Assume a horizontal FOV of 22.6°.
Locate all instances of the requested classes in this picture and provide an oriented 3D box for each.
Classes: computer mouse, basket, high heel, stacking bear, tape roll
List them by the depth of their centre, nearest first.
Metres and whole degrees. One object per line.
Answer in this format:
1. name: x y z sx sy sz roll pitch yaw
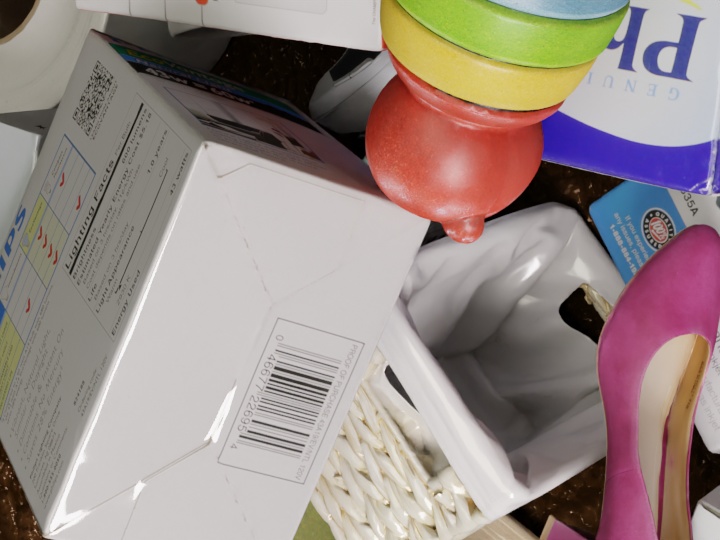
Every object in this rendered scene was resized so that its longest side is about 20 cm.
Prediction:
1. stacking bear: 0.058 -0.109 0.763 0.121 0.113 0.201 40 130 29
2. high heel: 0.148 0.081 0.836 0.096 0.067 0.201 22 86 47
3. basket: 0.060 0.064 0.958 0.123 0.199 0.136 -42 77 37
4. computer mouse: 0.010 -0.089 0.983 0.200 0.109 0.044 -47 39 49
5. tape roll: -0.185 -0.192 1.090 0.201 0.139 0.205 7 104 30

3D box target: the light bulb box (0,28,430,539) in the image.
1. light bulb box: -0.091 0.011 0.890 0.200 0.124 0.200 -66 29 12

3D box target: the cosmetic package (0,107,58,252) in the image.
1. cosmetic package: -0.137 -0.020 1.056 0.051 0.199 0.152 21 110 33

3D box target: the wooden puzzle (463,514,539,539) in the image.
1. wooden puzzle: 0.058 0.221 1.085 0.200 0.037 0.186 40 118 24

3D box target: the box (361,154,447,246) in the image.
1. box: 0.000 0.000 1.009 0.036 0.144 0.200 45 118 16

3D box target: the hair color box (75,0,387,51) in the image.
1. hair color box: -0.049 -0.173 0.868 0.199 0.064 0.112 13 109 35

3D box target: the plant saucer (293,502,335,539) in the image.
1. plant saucer: -0.062 0.171 1.119 0.200 0.048 0.201 -50 62 32

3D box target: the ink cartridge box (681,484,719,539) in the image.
1. ink cartridge box: 0.220 0.213 0.914 0.144 0.145 0.201 29 113 24

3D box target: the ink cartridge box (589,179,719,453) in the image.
1. ink cartridge box: 0.234 -0.021 0.885 0.200 0.086 0.147 -37 69 32

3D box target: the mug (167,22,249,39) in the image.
1. mug: -0.019 -0.229 0.990 0.198 0.148 0.177 -7 94 4

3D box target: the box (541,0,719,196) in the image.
1. box: 0.123 -0.152 0.833 0.183 0.104 0.202 17 112 40
